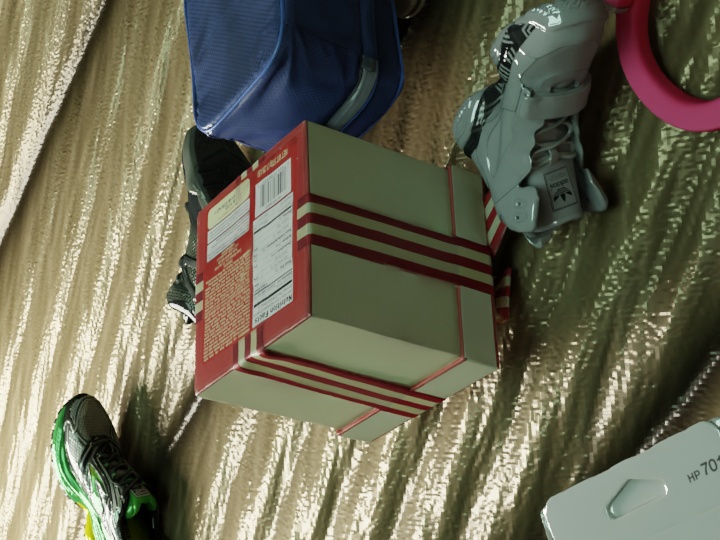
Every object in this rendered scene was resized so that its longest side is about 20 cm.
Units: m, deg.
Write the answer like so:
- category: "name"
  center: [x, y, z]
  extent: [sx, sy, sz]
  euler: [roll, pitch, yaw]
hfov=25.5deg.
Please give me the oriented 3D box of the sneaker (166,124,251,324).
- category: "sneaker"
  center: [-0.135, -0.026, 1.409]
  extent: [0.114, 0.076, 0.200]
  euler: [-28, 76, 40]

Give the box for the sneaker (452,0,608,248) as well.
- category: "sneaker"
  center: [0.131, -0.097, 1.072]
  extent: [0.115, 0.075, 0.200]
  euler: [66, 157, 16]

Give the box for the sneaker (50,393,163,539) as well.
- category: "sneaker"
  center: [-0.236, 0.211, 1.558]
  extent: [0.085, 0.078, 0.200]
  euler: [-32, 77, 39]

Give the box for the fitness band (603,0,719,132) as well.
- category: "fitness band"
  center: [0.223, -0.183, 0.992]
  extent: [0.144, 0.037, 0.200]
  euler: [43, 129, 34]

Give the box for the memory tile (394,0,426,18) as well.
- category: "memory tile"
  center: [0.003, -0.249, 1.279]
  extent: [0.200, 0.017, 0.153]
  euler: [-48, 58, 40]

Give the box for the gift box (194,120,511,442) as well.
- category: "gift box"
  center: [0.000, 0.000, 1.175]
  extent: [0.185, 0.187, 0.200]
  euler: [-30, 51, 49]

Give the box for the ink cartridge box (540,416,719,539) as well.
- category: "ink cartridge box"
  center: [0.227, 0.136, 0.896]
  extent: [0.146, 0.200, 0.086]
  euler: [-37, 65, 45]

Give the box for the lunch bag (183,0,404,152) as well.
- category: "lunch bag"
  center: [-0.044, -0.177, 1.218]
  extent: [0.136, 0.132, 0.200]
  euler: [-38, 49, 44]
